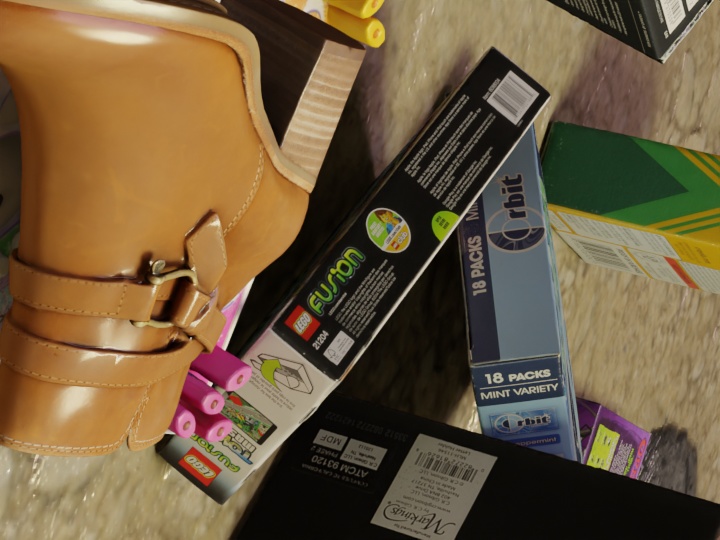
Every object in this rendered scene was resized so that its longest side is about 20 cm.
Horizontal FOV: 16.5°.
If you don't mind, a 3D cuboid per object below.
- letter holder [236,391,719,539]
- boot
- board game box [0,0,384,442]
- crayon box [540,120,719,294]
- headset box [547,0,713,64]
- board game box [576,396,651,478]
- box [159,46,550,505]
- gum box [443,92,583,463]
[{"bbox_3d":[0.061,0.156,1.122,0.101,0.200,0.142,-60,153,-31],"label":"letter holder"},{"bbox_3d":[-0.083,-0.018,0.752,0.200,0.074,0.155,14,106,-55],"label":"boot"},{"bbox_3d":[-0.075,-0.035,0.840,0.200,0.026,0.200,9,105,-57],"label":"board game box"},{"bbox_3d":[0.204,-0.020,1.337,0.126,0.200,0.052,38,69,-65],"label":"crayon box"},{"bbox_3d":[0.041,-0.192,0.883,0.093,0.200,0.174,-51,150,-12],"label":"headset box"},{"bbox_3d":[0.119,0.180,1.485,0.120,0.032,0.200,29,78,-62],"label":"board game box"},{"bbox_3d":[0.000,0.000,1.030,0.110,0.035,0.200,-48,-176,48],"label":"box"},{"bbox_3d":[0.078,0.040,1.197,0.200,0.044,0.170,76,9,-48],"label":"gum box"}]
